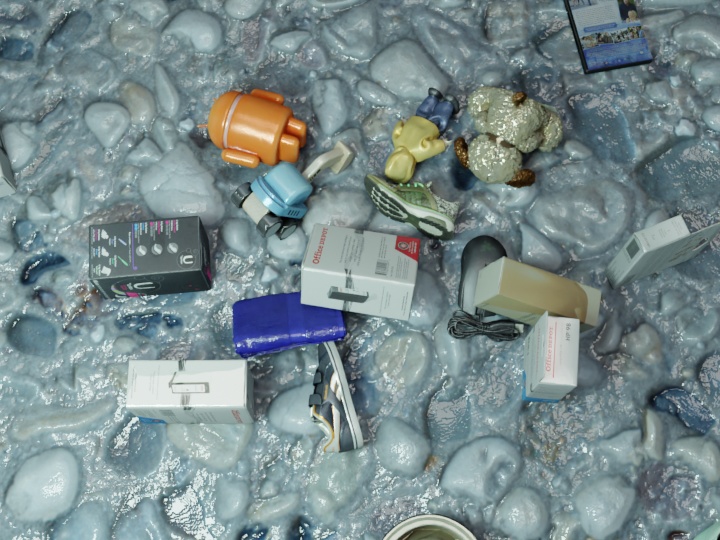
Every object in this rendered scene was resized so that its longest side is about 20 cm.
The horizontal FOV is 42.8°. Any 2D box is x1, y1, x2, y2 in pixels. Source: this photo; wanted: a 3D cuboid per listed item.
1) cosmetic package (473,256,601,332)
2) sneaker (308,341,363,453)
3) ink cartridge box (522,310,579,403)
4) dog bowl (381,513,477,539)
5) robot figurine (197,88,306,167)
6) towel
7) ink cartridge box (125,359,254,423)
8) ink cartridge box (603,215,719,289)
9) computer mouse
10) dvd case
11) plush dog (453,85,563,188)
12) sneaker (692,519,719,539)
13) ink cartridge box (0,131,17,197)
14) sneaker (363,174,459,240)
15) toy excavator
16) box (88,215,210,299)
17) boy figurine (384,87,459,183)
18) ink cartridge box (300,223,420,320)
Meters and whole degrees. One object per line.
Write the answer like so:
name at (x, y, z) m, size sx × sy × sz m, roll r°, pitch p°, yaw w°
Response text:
cosmetic package at (0.310, 0.049, 1.613) m, size 0.198 × 0.105 × 0.072 m, roll 17°, pitch 71°, yaw -13°
sneaker at (-0.057, 0.217, 1.596) m, size 0.078 × 0.079 × 0.202 m, roll -14°, pitch 73°, yaw -8°
ink cartridge box at (0.325, 0.150, 1.558) m, size 0.066 × 0.200 × 0.117 m, roll 6°, pitch 72°, yaw 1°
dog bowl at (0.113, 0.507, 1.508) m, size 0.197 × 0.074 × 0.203 m, roll 0°, pitch 73°, yaw 0°
robot figurine at (-0.201, -0.270, 1.732) m, size 0.197 × 0.117 × 0.146 m, roll 18°, pitch 100°, yaw 4°
towel at (-0.127, 0.092, 1.627) m, size 0.197 × 0.050 × 0.148 m, roll -8°, pitch 31°, yaw -3°
ink cartridge box at (-0.284, 0.208, 1.561) m, size 0.197 × 0.146 × 0.086 m, roll 0°, pitch 70°, yaw -2°
ink cartridge box at (0.539, -0.043, 1.622) m, size 0.172 × 0.200 × 0.044 m, roll -22°, pitch 72°, yaw -8°
computer mouse at (0.230, 0.025, 1.674) m, size 0.136 × 0.053 × 0.203 m, roll 3°, pitch 72°, yaw 1°
dvd case at (0.498, -0.500, 1.863) m, size 0.141 × 0.018 × 0.203 m, roll -10°, pitch 74°, yaw -3°
plush dog at (0.271, -0.245, 1.726) m, size 0.198 × 0.160 × 0.174 m, roll 24°, pitch 97°, yaw 7°
sneaker at (0.652, 0.423, 1.518) m, size 0.199 × 0.118 × 0.074 m, roll -29°, pitch 73°, yaw -11°
ink cartridge box at (-0.749, -0.224, 1.726) m, size 0.143 × 0.084 × 0.202 m, roll -19°, pitch 74°, yaw -7°
sneaker at (0.100, -0.135, 1.722) m, size 0.198 × 0.077 × 0.089 m, roll 30°, pitch 64°, yaw 2°
toy excavator at (-0.112, -0.161, 1.697) m, size 0.200 × 0.194 × 0.100 m, roll -45°, pitch 76°, yaw 15°
box at (-0.375, -0.021, 1.645) m, size 0.197 × 0.122 × 0.108 m, roll -5°, pitch 72°, yaw -2°
boy figurine at (0.116, -0.251, 1.751) m, size 0.123 × 0.065 × 0.201 m, roll 24°, pitch 74°, yaw 28°
ink cartridge box at (0.000, 0.000, 1.631) m, size 0.197 × 0.085 × 0.145 m, roll 10°, pitch 36°, yaw 2°
